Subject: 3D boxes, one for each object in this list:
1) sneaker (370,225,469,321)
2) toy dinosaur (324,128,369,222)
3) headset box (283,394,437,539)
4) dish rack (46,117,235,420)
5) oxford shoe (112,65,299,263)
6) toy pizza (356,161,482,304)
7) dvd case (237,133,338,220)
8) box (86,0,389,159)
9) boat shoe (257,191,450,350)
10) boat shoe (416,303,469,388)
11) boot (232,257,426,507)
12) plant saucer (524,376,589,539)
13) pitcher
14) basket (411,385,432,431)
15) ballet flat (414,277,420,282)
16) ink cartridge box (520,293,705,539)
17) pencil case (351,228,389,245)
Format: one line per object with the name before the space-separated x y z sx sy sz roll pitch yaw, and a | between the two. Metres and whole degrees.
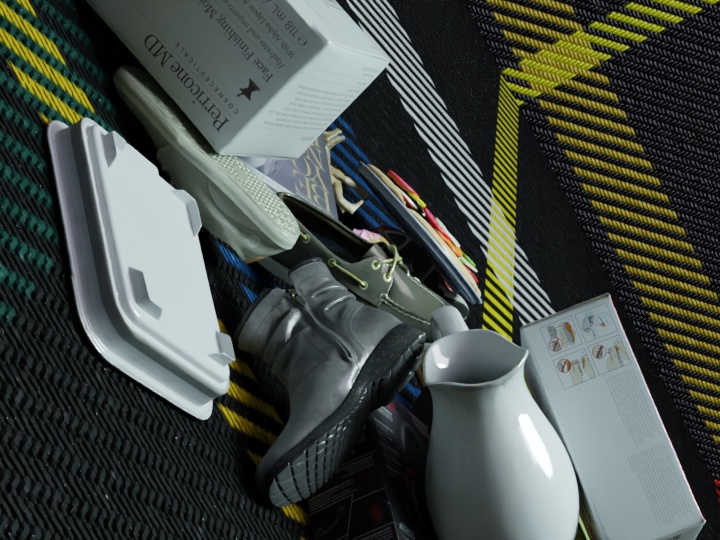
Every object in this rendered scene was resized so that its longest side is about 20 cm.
sneaker | 0.046 0.006 1.777 0.085 0.077 0.200 55 3 38
toy dinosaur | -0.048 -0.089 1.645 0.101 0.058 0.200 47 22 -1
headset box | 0.014 0.183 1.333 0.149 0.074 0.202 44 25 -51
dish rack | -0.149 -0.008 1.153 0.172 0.043 0.202 42 26 -54
oxford shoe | -0.134 -0.082 1.311 0.200 0.058 0.075 47 19 -7
toy pizza | 0.069 -0.046 1.731 0.201 0.032 0.200 49 -1 1
dvd case | -0.084 -0.128 1.544 0.148 0.016 0.201 33 31 -34
box | -0.104 -0.208 1.366 0.199 0.131 0.200 48 13 8
boat shoe | -0.001 0.001 1.409 0.200 0.061 0.072 29 30 9
boat shoe | 0.107 0.119 1.780 0.069 0.070 0.202 -71 141 -71
boot | -0.051 0.086 1.267 0.200 0.131 0.070 -44 156 -37
plant saucer | 0.202 0.187 1.538 0.199 0.048 0.202 -4 66 -61
pitcher | 0.100 0.139 1.294 0.172 0.120 0.202 -113 -173 -67
basket | 0.153 0.190 1.659 0.200 0.179 0.137 44 29 -28
ballet flat | 0.023 0.010 1.659 0.200 0.065 0.071 46 34 -46
ink cartridge box | 0.208 0.145 1.368 0.176 0.083 0.202 70 0 -72
pencil case | -0.005 0.042 1.489 0.086 0.083 0.201 31 27 -17
